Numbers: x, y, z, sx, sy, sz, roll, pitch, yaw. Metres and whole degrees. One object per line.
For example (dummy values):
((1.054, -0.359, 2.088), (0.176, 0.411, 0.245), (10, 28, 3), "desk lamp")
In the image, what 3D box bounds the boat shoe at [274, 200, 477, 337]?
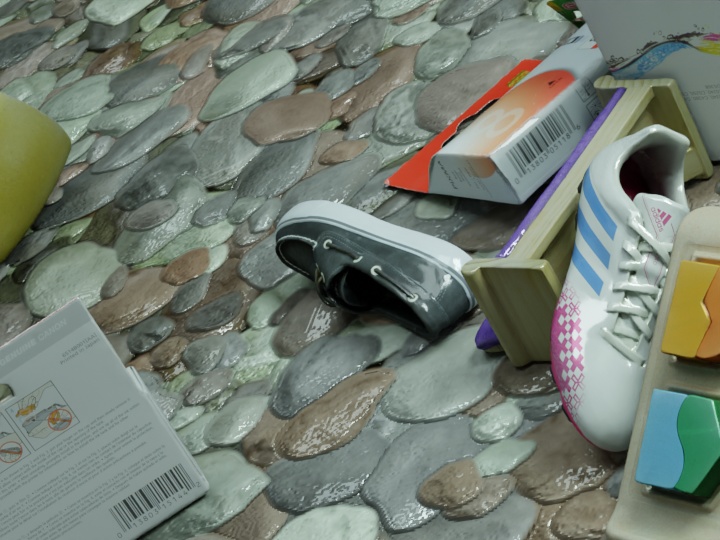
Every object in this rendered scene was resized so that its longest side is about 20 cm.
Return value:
((0.000, 0.000, 1.532), (0.199, 0.069, 0.057), (14, 53, 48), "boat shoe")

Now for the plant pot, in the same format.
((-0.353, -0.062, 1.843), (0.199, 0.200, 0.143), (-2, 69, 39), "plant pot")

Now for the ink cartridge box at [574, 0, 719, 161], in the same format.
((0.245, -0.193, 1.468), (0.145, 0.200, 0.147), (-1, 41, 42), "ink cartridge box")

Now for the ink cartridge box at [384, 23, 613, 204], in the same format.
((0.109, -0.121, 1.602), (0.162, 0.050, 0.200), (-42, 24, -18), "ink cartridge box")

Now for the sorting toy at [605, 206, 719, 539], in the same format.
((0.220, 0.065, 1.190), (0.185, 0.036, 0.201), (9, 81, 48), "sorting toy")

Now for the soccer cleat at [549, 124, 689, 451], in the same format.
((0.159, 0.005, 1.313), (0.086, 0.070, 0.201), (139, 142, -56), "soccer cleat")

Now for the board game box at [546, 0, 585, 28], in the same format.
((0.241, -0.217, 1.619), (0.199, 0.095, 0.030), (-17, 71, 25), "board game box")

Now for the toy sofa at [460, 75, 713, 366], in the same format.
((0.139, -0.035, 1.445), (0.097, 0.083, 0.200), (2, 43, 42), "toy sofa")

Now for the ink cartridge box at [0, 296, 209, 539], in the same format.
((-0.224, 0.126, 1.433), (0.199, 0.177, 0.045), (-33, 30, -4), "ink cartridge box")
